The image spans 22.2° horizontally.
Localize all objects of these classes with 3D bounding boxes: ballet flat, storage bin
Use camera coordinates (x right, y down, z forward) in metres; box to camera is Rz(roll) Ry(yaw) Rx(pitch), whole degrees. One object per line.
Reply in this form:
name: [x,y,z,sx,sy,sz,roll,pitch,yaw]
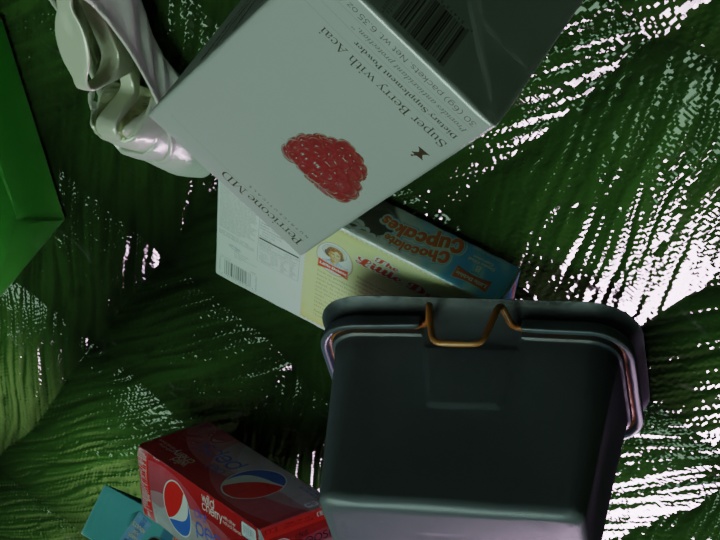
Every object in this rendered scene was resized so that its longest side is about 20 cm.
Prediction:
ballet flat: [-0.151,-0.121,1.137,0.069,0.070,0.201,12,140,32]
storage bin: [0.066,0.101,1.095,0.199,0.135,0.146,1,142,14]

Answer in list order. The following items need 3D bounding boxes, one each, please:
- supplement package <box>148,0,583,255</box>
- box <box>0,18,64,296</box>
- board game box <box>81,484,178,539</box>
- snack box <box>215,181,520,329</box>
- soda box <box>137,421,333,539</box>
supplement package: [0.001,-0.114,0.958,0.121,0.120,0.200,42,147,-11]
box: [-0.325,-0.097,1.293,0.176,0.097,0.201,20,144,24]
board game box: [-0.108,0.250,1.499,0.199,0.047,0.151,22,172,28]
snack box: [0.000,0.000,1.174,0.199,0.037,0.116,27,146,13]
soda box: [-0.094,0.178,1.379,0.200,0.070,0.064,23,123,54]
